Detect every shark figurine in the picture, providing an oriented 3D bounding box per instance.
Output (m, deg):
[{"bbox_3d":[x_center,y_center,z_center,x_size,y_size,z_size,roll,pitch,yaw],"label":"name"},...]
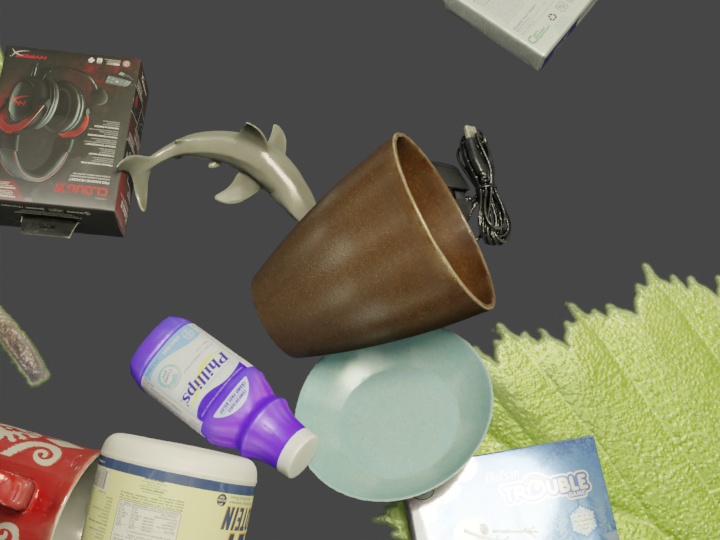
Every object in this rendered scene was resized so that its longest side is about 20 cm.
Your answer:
[{"bbox_3d":[-0.144,-0.127,1.079,0.212,0.090,0.130,8,66,-11],"label":"shark figurine"}]

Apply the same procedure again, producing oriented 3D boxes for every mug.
[{"bbox_3d":[-0.343,0.183,0.924,0.198,0.179,0.134,18,42,8],"label":"mug"}]

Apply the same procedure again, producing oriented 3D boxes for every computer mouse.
[{"bbox_3d":[0.061,-0.085,1.104,0.197,0.053,0.140,-9,72,-7],"label":"computer mouse"}]

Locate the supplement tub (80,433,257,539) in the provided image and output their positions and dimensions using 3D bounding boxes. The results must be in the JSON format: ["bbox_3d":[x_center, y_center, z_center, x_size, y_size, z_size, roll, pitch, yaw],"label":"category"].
[{"bbox_3d":[-0.179,0.257,0.905,0.143,0.145,0.203,11,80,0],"label":"supplement tub"}]

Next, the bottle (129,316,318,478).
[{"bbox_3d":[-0.130,0.126,0.987,0.199,0.065,0.084,33,72,22],"label":"bottle"}]

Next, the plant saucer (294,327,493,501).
[{"bbox_3d":[0.035,0.142,1.003,0.198,0.039,0.203,-9,50,11],"label":"plant saucer"}]

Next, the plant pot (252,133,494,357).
[{"bbox_3d":[0.000,0.000,0.995,0.199,0.187,0.189,-30,72,17],"label":"plant pot"}]

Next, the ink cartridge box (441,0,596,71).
[{"bbox_3d":[0.192,-0.366,1.221,0.199,0.041,0.200,38,72,10],"label":"ink cartridge box"}]

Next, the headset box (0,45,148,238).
[{"bbox_3d":[-0.315,-0.127,1.082,0.147,0.075,0.203,6,69,-2],"label":"headset box"}]

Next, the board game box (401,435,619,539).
[{"bbox_3d":[0.152,0.276,0.982,0.197,0.043,0.201,-9,70,-6],"label":"board game box"}]
